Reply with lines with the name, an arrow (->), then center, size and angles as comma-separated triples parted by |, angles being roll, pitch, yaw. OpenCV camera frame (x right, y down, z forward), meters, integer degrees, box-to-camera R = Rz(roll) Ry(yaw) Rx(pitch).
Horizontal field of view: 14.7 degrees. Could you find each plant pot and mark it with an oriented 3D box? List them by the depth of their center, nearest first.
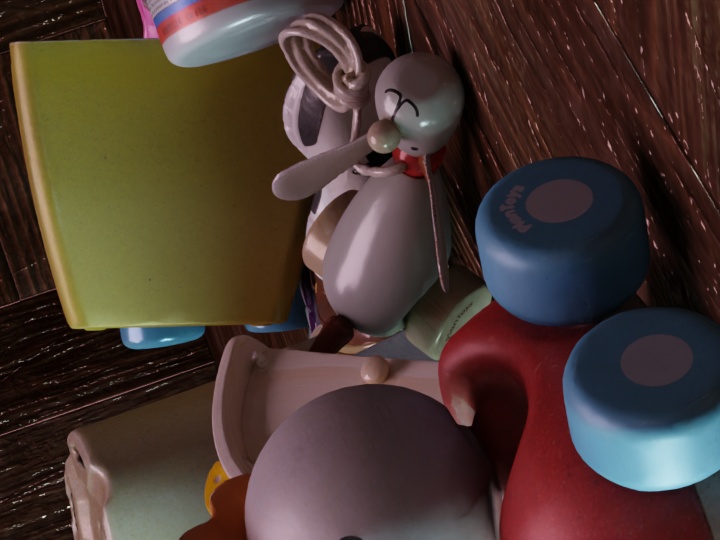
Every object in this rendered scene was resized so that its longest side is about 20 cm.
plant pot -> -0.084, 0.148, 1.763 | 0.200, 0.183, 0.201 | 168, 90, -75
plant pot -> -0.119, -0.052, 1.772 | 0.200, 0.199, 0.177 | 180, 88, -83

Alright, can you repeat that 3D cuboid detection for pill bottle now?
pill bottle -> -0.091, -0.229, 1.611 | 0.112, 0.112, 0.201 | 131, 119, -82

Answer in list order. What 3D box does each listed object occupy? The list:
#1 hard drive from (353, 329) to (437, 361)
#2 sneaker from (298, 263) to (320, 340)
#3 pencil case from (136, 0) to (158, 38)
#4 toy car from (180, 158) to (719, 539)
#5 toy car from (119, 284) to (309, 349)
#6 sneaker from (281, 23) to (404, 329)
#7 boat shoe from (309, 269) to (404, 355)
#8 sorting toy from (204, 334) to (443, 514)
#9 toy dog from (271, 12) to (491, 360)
hard drive -> 0.028, 0.138, 1.529 | 0.201, 0.139, 0.033 | 68, -170, 24
sneaker -> 0.003, 0.070, 1.852 | 0.088, 0.074, 0.201 | -128, 20, -56
pencil case -> -0.140, -0.238, 2.080 | 0.091, 0.093, 0.201 | -120, 12, -58
toy car -> 0.034, 0.094, 1.015 | 0.177, 0.199, 0.185 | -116, 10, -49
toy car -> -0.101, -0.051, 2.034 | 0.200, 0.176, 0.185 | -44, -54, -83
sneaker -> 0.011, -0.049, 1.507 | 0.080, 0.074, 0.200 | 44, 158, 35
boat shoe -> 0.000, 0.000, 1.667 | 0.200, 0.072, 0.068 | -121, 12, -73
sorting toy -> 0.037, 0.124, 1.378 | 0.200, 0.107, 0.180 | 3, 148, 44
toy dog -> 0.004, -0.020, 1.389 | 0.132, 0.096, 0.200 | 21, 145, 36
